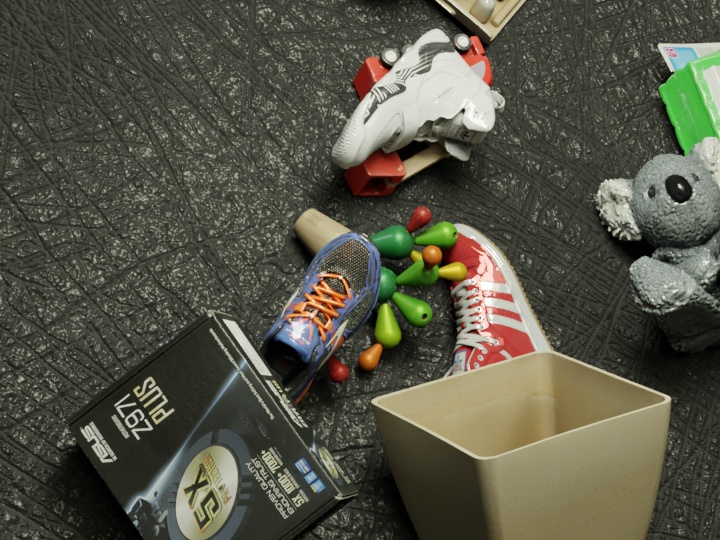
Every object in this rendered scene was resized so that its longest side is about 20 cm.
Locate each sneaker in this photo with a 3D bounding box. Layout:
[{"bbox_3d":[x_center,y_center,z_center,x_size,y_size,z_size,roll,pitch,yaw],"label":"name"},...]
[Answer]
[{"bbox_3d":[0.062,-0.148,1.659,0.115,0.075,0.200,39,55,2],"label":"sneaker"},{"bbox_3d":[0.108,0.055,1.639,0.112,0.071,0.201,-24,78,-31],"label":"sneaker"},{"bbox_3d":[-0.045,0.055,1.523,0.075,0.078,0.201,31,94,4],"label":"sneaker"}]

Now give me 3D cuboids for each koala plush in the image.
[{"bbox_3d":[0.340,-0.036,1.726,0.177,0.184,0.201,-28,60,3],"label":"koala plush"}]

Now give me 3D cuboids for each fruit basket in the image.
[{"bbox_3d":[0.440,-0.179,1.863,0.199,0.094,0.186,-6,68,-26],"label":"fruit basket"}]

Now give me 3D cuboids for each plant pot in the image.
[{"bbox_3d":[0.147,0.198,1.502,0.199,0.200,0.178,-13,106,-26],"label":"plant pot"}]

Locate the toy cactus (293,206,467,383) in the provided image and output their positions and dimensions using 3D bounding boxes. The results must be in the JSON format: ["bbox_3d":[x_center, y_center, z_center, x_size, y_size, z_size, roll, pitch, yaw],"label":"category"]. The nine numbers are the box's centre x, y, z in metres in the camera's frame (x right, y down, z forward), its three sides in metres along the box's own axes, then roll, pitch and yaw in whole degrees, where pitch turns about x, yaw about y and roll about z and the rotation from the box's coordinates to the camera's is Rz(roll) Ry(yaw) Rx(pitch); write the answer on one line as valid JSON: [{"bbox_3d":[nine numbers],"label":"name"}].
[{"bbox_3d":[0.000,0.000,1.615,0.165,0.102,0.200,39,78,20],"label":"toy cactus"}]

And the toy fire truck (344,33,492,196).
[{"bbox_3d":[0.062,-0.162,1.739,0.199,0.049,0.142,-15,72,-27],"label":"toy fire truck"}]

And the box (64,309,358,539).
[{"bbox_3d":[-0.127,0.162,1.447,0.163,0.086,0.200,-37,80,5],"label":"box"}]

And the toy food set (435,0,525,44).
[{"bbox_3d":[0.139,-0.358,1.855,0.143,0.060,0.200,40,58,1],"label":"toy food set"}]
